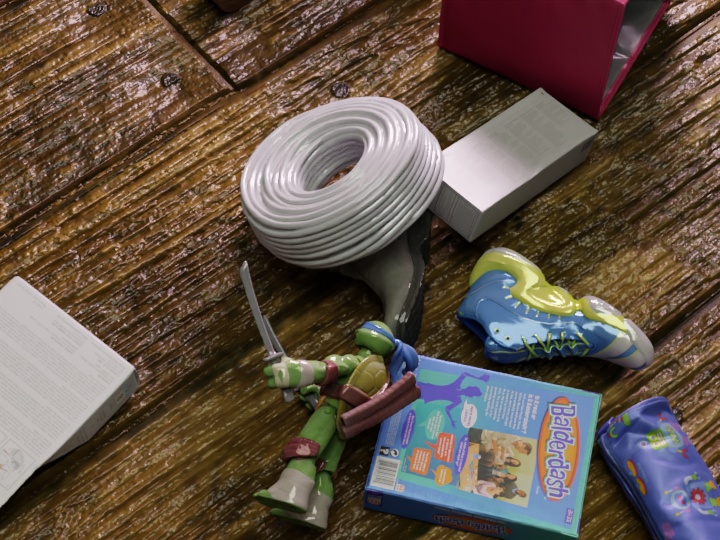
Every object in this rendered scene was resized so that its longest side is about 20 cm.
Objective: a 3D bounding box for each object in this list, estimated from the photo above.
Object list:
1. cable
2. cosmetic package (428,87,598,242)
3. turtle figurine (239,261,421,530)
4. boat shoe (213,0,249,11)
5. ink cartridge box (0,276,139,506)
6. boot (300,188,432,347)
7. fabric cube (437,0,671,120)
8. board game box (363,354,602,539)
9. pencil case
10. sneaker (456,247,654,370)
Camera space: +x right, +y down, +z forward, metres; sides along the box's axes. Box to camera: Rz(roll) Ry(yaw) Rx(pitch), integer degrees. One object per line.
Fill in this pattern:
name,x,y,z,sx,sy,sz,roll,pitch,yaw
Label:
cable,-0.020,-0.090,1.659,0.200,0.069,0.200,-34,37,-3
cosmetic package,0.149,-0.110,1.734,0.083,0.051,0.200,42,50,18
turtle figurine,-0.060,0.125,1.556,0.200,0.144,0.194,22,72,-12
boat shoe,-0.099,-0.370,1.891,0.200,0.071,0.065,-38,64,-18
ink cartridge box,-0.333,0.124,1.604,0.160,0.047,0.200,36,69,17
boot,0.000,0.000,1.676,0.130,0.068,0.200,4,43,4
fabric cube,0.219,-0.322,1.808,0.199,0.196,0.200,26,62,15
board game box,0.115,0.169,1.593,0.200,0.045,0.152,12,58,6
pencil case,0.287,0.213,1.554,0.087,0.078,0.200,-5,55,-33
sneaker,0.181,0.065,1.653,0.200,0.076,0.105,31,74,23
